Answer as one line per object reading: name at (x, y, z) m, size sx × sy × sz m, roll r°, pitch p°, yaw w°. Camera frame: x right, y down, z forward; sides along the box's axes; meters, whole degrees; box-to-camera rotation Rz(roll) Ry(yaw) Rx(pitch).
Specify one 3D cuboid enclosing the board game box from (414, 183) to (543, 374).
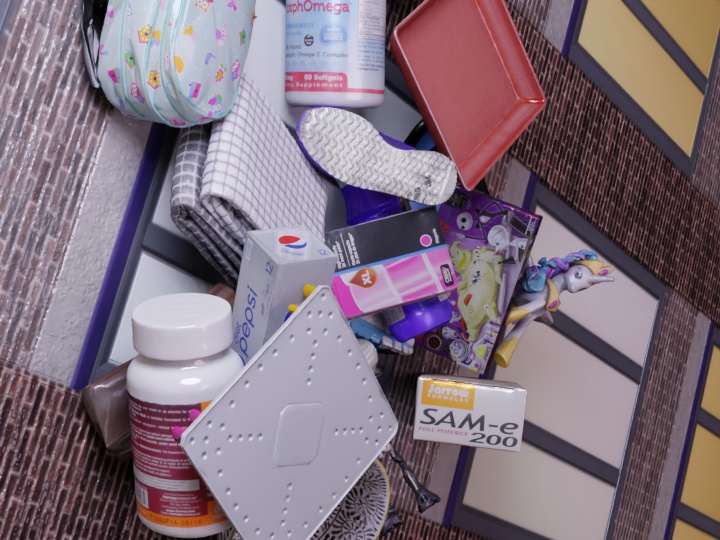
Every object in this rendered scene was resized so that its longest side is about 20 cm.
board game box at (0.128, 0.009, 1.604) m, size 0.032 × 0.119 × 0.202 m, roll -21°, pitch 131°, yaw -66°

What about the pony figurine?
pony figurine at (0.202, 0.029, 1.716) m, size 0.199 × 0.192 × 0.168 m, roll -32°, pitch 117°, yaw -22°

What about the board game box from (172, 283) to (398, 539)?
board game box at (-0.064, 0.147, 1.238) m, size 0.200 × 0.026 × 0.201 m, roll -47°, pitch 132°, yaw -26°

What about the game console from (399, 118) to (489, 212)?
game console at (0.112, -0.124, 1.612) m, size 0.199 × 0.116 × 0.178 m, roll -36°, pitch 112°, yaw -42°

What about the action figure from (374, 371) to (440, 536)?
action figure at (0.002, 0.198, 1.533) m, size 0.118 × 0.102 × 0.201 m, roll -28°, pitch 77°, yaw -16°

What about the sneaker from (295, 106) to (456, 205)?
sneaker at (0.000, -0.120, 1.447) m, size 0.199 × 0.099 × 0.070 m, roll 22°, pitch 88°, yaw -34°

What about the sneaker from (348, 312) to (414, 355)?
sneaker at (0.001, 0.042, 1.537) m, size 0.199 × 0.074 × 0.088 m, roll 27°, pitch 68°, yaw -50°

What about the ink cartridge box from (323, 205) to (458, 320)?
ink cartridge box at (0.000, 0.000, 1.453) m, size 0.198 × 0.037 × 0.096 m, roll -15°, pitch 83°, yaw -12°

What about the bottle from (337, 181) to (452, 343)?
bottle at (0.034, -0.022, 1.522) m, size 0.083 × 0.065 × 0.202 m, roll -20°, pitch 84°, yaw -59°

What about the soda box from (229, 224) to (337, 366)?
soda box at (-0.082, 0.060, 1.284) m, size 0.068 × 0.063 × 0.202 m, roll -9°, pitch 124°, yaw -34°

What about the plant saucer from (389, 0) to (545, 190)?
plant saucer at (0.116, -0.222, 1.513) m, size 0.200 × 0.036 × 0.201 m, roll -47°, pitch 120°, yaw -39°

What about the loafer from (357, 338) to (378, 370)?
loafer at (-0.052, 0.158, 1.467) m, size 0.200 × 0.070 × 0.070 m, roll -44°, pitch 128°, yaw -14°

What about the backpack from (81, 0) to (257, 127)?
backpack at (-0.171, -0.235, 1.242) m, size 0.166 × 0.125 × 0.203 m, roll 18°, pitch 83°, yaw -54°

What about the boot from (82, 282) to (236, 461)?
boot at (-0.177, 0.138, 1.336) m, size 0.200 × 0.064 × 0.188 m, roll -44°, pitch 127°, yaw -35°

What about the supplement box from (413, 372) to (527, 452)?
supplement box at (0.128, 0.165, 1.595) m, size 0.200 × 0.124 × 0.075 m, roll 32°, pitch 64°, yaw -84°

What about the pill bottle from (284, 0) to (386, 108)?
pill bottle at (-0.026, -0.274, 1.430) m, size 0.108 × 0.108 × 0.203 m, roll -7°, pitch 99°, yaw -50°

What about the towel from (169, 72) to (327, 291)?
towel at (-0.111, -0.076, 1.341) m, size 0.200 × 0.085 × 0.167 m, roll 52°, pitch 32°, yaw -46°

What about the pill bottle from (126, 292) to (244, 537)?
pill bottle at (-0.157, 0.131, 1.235) m, size 0.109 × 0.109 × 0.203 m, roll -22°, pitch 118°, yaw -48°

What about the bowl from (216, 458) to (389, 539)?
bowl at (-0.076, 0.241, 1.378) m, size 0.199 × 0.094 × 0.203 m, roll -22°, pitch 130°, yaw -28°
